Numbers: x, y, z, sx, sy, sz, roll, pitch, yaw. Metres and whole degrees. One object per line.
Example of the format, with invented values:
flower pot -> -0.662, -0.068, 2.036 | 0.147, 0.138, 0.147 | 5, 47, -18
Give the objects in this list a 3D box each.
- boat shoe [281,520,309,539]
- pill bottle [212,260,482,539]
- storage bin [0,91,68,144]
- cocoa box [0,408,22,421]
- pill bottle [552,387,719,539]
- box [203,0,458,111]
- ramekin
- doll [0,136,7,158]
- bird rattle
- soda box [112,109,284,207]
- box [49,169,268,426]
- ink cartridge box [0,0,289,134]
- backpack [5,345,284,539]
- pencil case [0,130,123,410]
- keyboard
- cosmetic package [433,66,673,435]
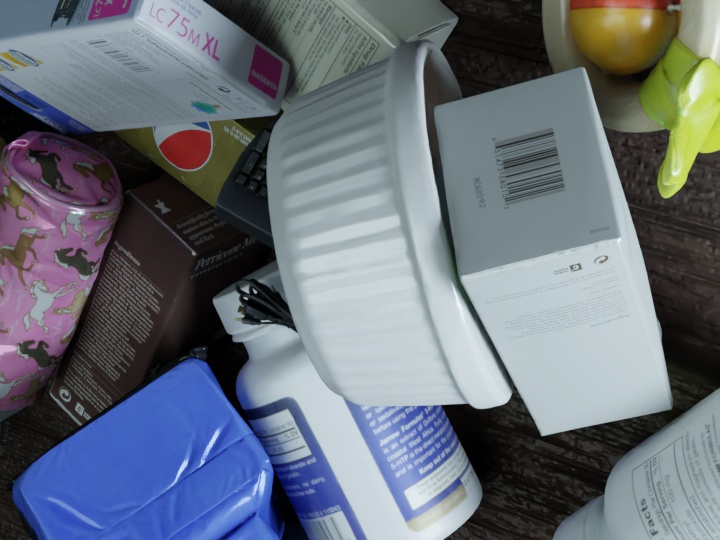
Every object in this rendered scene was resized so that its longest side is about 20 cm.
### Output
boat shoe -> -0.046, 0.240, 1.115 | 0.199, 0.071, 0.092 | -15, 103, 45
pill bottle -> -0.013, 0.087, 0.987 | 0.119, 0.119, 0.201 | -22, 97, 38
storage bin -> -0.277, -0.047, 1.124 | 0.200, 0.094, 0.135 | 50, 128, 5
cocoa box -> -0.400, 0.106, 1.206 | 0.133, 0.200, 0.132 | -22, 97, 39
pill bottle -> 0.206, 0.139, 0.864 | 0.115, 0.114, 0.200 | 50, 129, 5
box -> -0.048, -0.176, 0.920 | 0.200, 0.078, 0.095 | 44, 127, 10
ramekin -> 0.018, -0.018, 0.825 | 0.093, 0.203, 0.204 | -11, 105, 13
doll -> -0.331, -0.096, 1.049 | 0.199, 0.048, 0.137 | -2, 118, 41
bird rattle -> 0.155, -0.143, 0.789 | 0.162, 0.112, 0.202 | 7, 112, 50
soda box -> -0.127, -0.118, 1.009 | 0.199, 0.064, 0.068 | 37, 126, 16
box -> -0.138, 0.024, 1.055 | 0.075, 0.100, 0.201 | 39, 128, 18
ink cartridge box -> -0.153, -0.127, 0.903 | 0.199, 0.119, 0.042 | -3, 67, 40
backpack -> -0.130, 0.176, 1.007 | 0.169, 0.162, 0.200 | 59, 169, 14
pencil case -> -0.225, 0.002, 1.002 | 0.201, 0.086, 0.083 | -60, 37, 33
keyboard -> 0.000, 0.000, 0.924 | 0.199, 0.021, 0.128 | 28, 82, 1
cosmetic package -> 0.108, -0.002, 0.799 | 0.084, 0.108, 0.200 | -14, 147, 11
